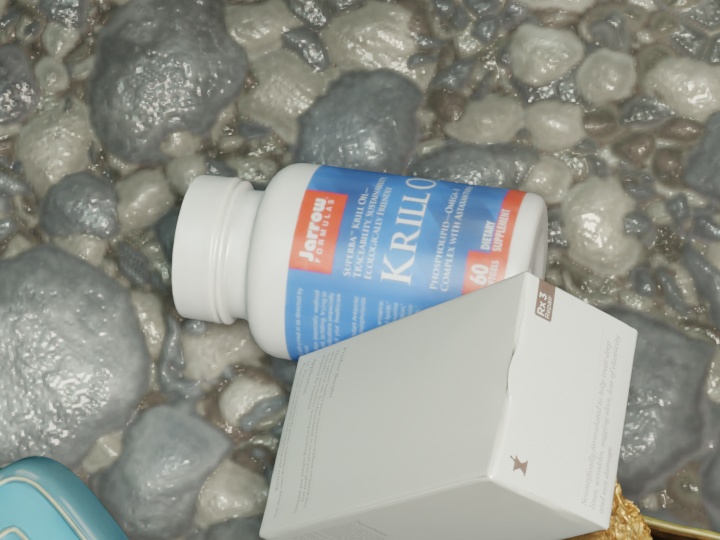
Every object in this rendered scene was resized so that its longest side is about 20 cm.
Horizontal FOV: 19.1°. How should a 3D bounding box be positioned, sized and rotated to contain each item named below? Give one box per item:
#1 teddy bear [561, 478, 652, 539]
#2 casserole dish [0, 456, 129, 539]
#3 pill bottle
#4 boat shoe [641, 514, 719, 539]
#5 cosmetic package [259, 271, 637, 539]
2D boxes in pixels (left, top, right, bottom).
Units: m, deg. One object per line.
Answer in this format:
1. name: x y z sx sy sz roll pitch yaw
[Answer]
1. teddy bear: 0.081 0.159 1.130 0.200 0.066 0.146 -41 46 35
2. casserole dish: -0.177 0.194 1.208 0.121 0.039 0.200 -39 72 -4
3. pill bottle: 0.000 0.000 1.194 0.198 0.112 0.113 7 76 10
4. boat shoe: 0.210 0.180 1.125 0.198 0.068 0.072 11 35 10
5. cosmetic package: 0.042 0.085 1.092 0.081 0.199 0.114 28 63 -30
